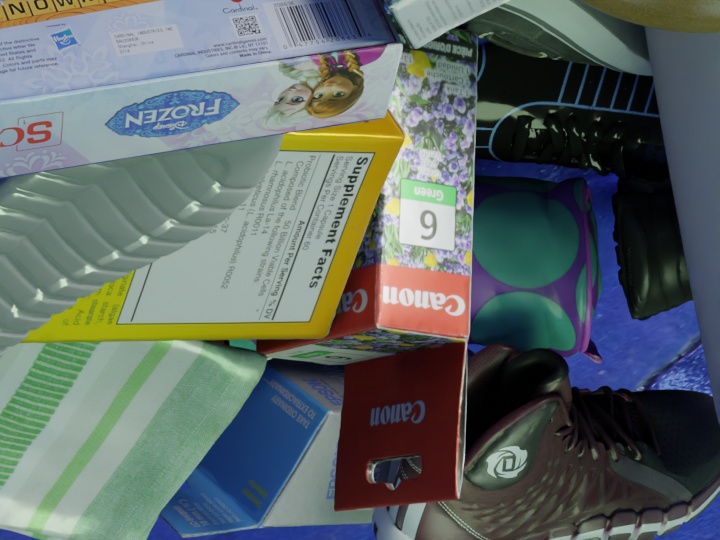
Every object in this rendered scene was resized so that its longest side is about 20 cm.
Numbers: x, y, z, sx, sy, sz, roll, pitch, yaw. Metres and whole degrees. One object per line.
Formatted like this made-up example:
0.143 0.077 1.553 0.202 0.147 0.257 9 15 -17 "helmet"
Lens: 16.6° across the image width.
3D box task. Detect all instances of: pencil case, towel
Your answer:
0.014 0.002 1.167 0.199 0.085 0.093 -2 108 3 "pencil case"
-0.162 0.064 1.068 0.199 0.023 0.153 16 132 -24 "towel"

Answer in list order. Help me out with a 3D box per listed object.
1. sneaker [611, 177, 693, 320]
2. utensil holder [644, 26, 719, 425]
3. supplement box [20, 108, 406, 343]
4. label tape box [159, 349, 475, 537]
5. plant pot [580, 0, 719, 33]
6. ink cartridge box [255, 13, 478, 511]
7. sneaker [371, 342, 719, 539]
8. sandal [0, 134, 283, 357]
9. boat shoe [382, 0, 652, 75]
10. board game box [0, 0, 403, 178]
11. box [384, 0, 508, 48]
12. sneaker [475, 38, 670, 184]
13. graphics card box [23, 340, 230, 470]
0.172 -0.014 1.221 0.090 0.076 0.200 -10 -174 7 "sneaker"
0.215 -0.043 1.053 0.169 0.201 0.170 -11 -179 0 "utensil holder"
-0.102 -0.045 0.992 0.199 0.110 0.109 0 129 -30 "supplement box"
-0.026 0.072 1.231 0.199 0.144 0.064 1 109 -32 "label tape box"
0.134 -0.186 0.933 0.199 0.027 0.201 1 107 3 "plant pot"
0.000 0.000 1.066 0.050 0.201 0.109 8 168 -29 "ink cartridge box"
0.104 0.075 1.158 0.199 0.076 0.116 -17 140 -26 "sneaker"
-0.119 -0.022 0.886 0.202 0.050 0.082 -32 146 22 "sandal"
0.069 -0.128 1.080 0.057 0.069 0.200 -22 153 39 "boat shoe"
-0.112 -0.122 0.842 0.199 0.200 0.041 -9 145 -18 "board game box"
0.043 -0.190 0.831 0.144 0.200 0.036 -25 152 5 "box"
0.113 -0.077 1.160 0.199 0.078 0.070 -14 148 -13 "sneaker"
-0.172 0.047 1.101 0.200 0.051 0.125 25 129 -30 "graphics card box"
